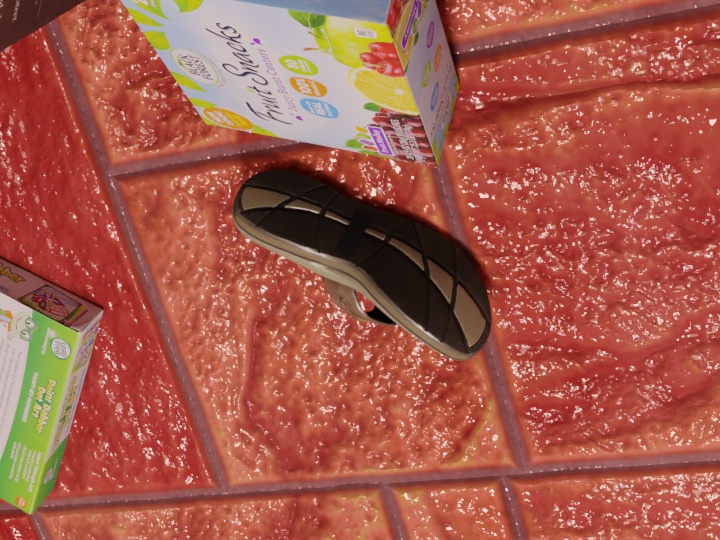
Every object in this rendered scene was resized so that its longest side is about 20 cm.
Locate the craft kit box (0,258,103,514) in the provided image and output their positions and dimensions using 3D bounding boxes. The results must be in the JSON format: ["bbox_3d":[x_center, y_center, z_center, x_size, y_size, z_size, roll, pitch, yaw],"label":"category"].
[{"bbox_3d":[-0.321,0.074,1.231,0.197,0.049,0.201,28,123,9],"label":"craft kit box"}]

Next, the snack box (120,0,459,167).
[{"bbox_3d":[-0.038,-0.141,0.926,0.168,0.068,0.200,12,163,14],"label":"snack box"}]

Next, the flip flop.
[{"bbox_3d":[0.000,0.000,1.052,0.199,0.081,0.058,27,140,8],"label":"flip flop"}]

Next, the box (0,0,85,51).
[{"bbox_3d":[-0.246,-0.252,0.935,0.165,0.200,0.165,23,122,8],"label":"box"}]
